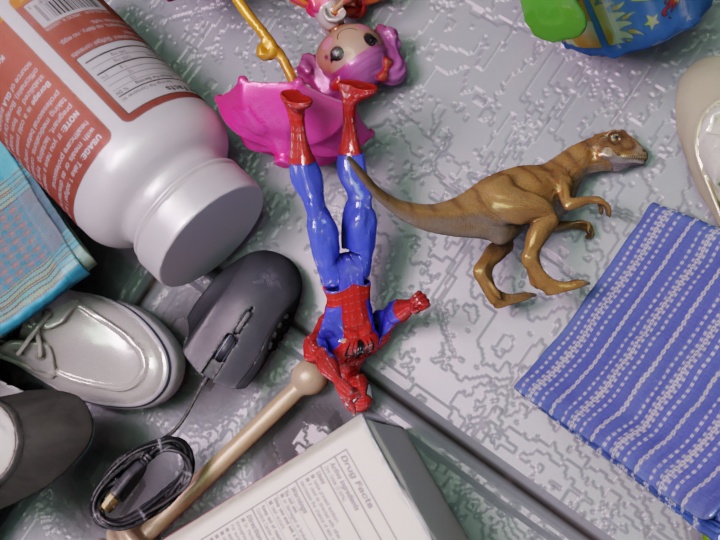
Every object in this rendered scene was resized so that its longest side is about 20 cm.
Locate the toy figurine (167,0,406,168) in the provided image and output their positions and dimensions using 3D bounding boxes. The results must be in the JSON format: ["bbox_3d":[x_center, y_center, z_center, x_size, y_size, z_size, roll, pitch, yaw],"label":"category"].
[{"bbox_3d":[-0.038,-0.159,0.814,0.200,0.150,0.184,-24,88,-16],"label":"toy figurine"}]

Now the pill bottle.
[{"bbox_3d":[-0.157,-0.087,0.820,0.112,0.112,0.200,-46,73,3],"label":"pill bottle"}]

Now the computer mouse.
[{"bbox_3d":[-0.099,0.070,0.789,0.059,0.034,0.200,32,73,-3],"label":"computer mouse"}]

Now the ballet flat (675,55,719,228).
[{"bbox_3d":[0.230,-0.039,0.733,0.069,0.069,0.200,-20,76,11],"label":"ballet flat"}]

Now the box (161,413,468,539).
[{"bbox_3d":[-0.037,0.189,0.740,0.200,0.109,0.128,-32,74,7],"label":"box"}]

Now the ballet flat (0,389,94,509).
[{"bbox_3d":[-0.258,0.119,0.772,0.200,0.068,0.068,-20,70,10],"label":"ballet flat"}]

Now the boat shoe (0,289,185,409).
[{"bbox_3d":[-0.209,0.035,0.829,0.200,0.070,0.071,25,96,18],"label":"boat shoe"}]

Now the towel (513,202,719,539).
[{"bbox_3d":[0.172,0.043,0.689,0.145,0.024,0.200,-54,29,0],"label":"towel"}]

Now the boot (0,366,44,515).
[{"bbox_3d":[-0.242,0.168,0.827,0.165,0.066,0.200,23,82,14],"label":"boot"}]

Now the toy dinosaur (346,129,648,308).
[{"bbox_3d":[0.080,-0.032,0.757,0.200,0.060,0.106,-17,91,-28],"label":"toy dinosaur"}]

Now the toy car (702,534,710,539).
[{"bbox_3d":[0.304,0.100,0.655,0.164,0.158,0.200,34,78,6],"label":"toy car"}]

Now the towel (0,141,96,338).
[{"bbox_3d":[-0.276,0.009,0.807,0.200,0.022,0.147,-35,54,-9],"label":"towel"}]

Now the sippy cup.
[{"bbox_3d":[0.142,-0.199,0.740,0.178,0.130,0.140,-32,30,-11],"label":"sippy cup"}]

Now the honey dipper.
[{"bbox_3d":[-0.097,0.127,0.806,0.200,0.038,0.038,-45,73,2],"label":"honey dipper"}]

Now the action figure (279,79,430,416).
[{"bbox_3d":[0.000,0.000,0.746,0.065,0.099,0.200,-13,114,-22],"label":"action figure"}]
